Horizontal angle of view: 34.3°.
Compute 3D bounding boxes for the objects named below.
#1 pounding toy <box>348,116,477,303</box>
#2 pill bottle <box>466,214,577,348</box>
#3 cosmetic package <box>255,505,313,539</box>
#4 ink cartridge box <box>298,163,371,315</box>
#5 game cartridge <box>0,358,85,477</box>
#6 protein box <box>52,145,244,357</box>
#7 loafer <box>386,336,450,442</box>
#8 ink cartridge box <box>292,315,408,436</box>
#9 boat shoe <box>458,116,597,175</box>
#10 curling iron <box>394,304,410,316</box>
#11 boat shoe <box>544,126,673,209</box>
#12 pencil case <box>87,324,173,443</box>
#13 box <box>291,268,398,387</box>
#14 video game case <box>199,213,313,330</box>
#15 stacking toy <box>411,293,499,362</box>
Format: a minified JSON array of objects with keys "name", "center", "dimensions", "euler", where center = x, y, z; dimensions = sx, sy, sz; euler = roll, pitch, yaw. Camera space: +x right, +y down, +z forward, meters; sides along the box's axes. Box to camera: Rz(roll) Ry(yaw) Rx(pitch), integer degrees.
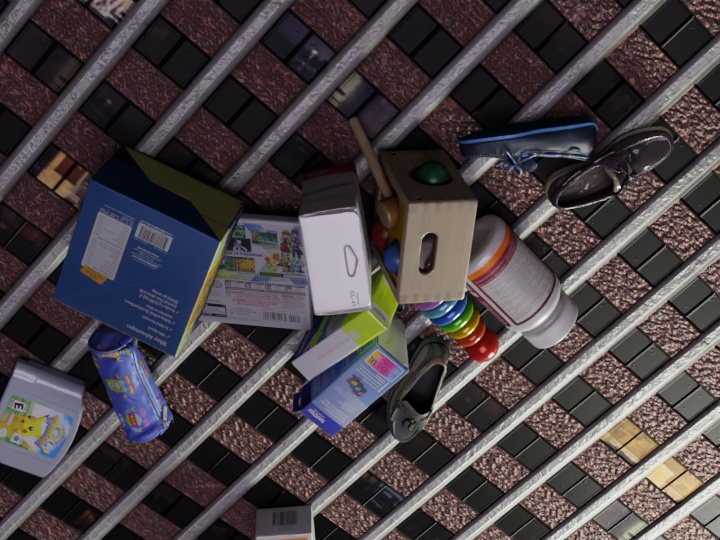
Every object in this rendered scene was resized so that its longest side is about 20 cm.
[{"name":"pounding toy","center":[0.065,-0.089,1.635],"dimensions":[0.139,0.185,0.203],"euler":[-4,122,-14]},{"name":"pill bottle","center":[0.228,0.020,1.732],"dimensions":[0.109,0.110,0.200],"euler":[-39,115,19]},{"name":"cosmetic package","center":[-0.125,0.510,2.028],"dimensions":[0.099,0.072,0.203],"euler":[-4,121,0]},{"name":"ink cartridge box","center":[-0.033,-0.047,1.619],"dimensions":[0.084,0.201,0.150],"euler":[-8,111,4]},{"name":"game cartridge","center":[-0.522,0.243,1.874],"dimensions":[0.131,0.041,0.202],"euler":[21,118,-18]},{"name":"protein box","center":[-0.298,-0.028,1.645],"dimensions":[0.196,0.135,0.202],"euler":[25,118,-2]},{"name":"loafer","center":[0.090,0.200,1.859],"dimensions":[0.071,0.063,0.202],"euler":[14,119,-10]},{"name":"ink cartridge box","center":[-0.022,0.157,1.786],"dimensions":[0.076,0.137,0.200],"euler":[38,112,-20]},{"name":"boat shoe","center":[0.238,-0.168,1.636],"dimensions":[0.196,0.084,0.070],"euler":[-5,110,3]},{"name":"curling iron","center":[0.000,0.000,1.761],"dimensions":[0.199,0.026,0.050],"euler":[39,87,-16]},{"name":"boat shoe","center":[0.360,-0.139,1.670],"dimensions":[0.197,0.065,0.073],"euler":[-23,118,10]},{"name":"pencil case","center":[-0.355,0.177,1.816],"dimensions":[0.086,0.078,0.203],"euler":[4,126,30]},{"name":"box","center":[-0.023,0.081,1.727],"dimensions":[0.048,0.123,0.199],"euler":[44,128,-14]},{"name":"video game case","center":[-0.170,0.000,1.730],"dimensions":[0.196,0.022,0.185],"euler":[5,121,11]},{"name":"stacking toy","center":[0.148,0.070,1.779],"dimensions":[0.085,0.086,0.200],"euler":[-34,120,16]}]
